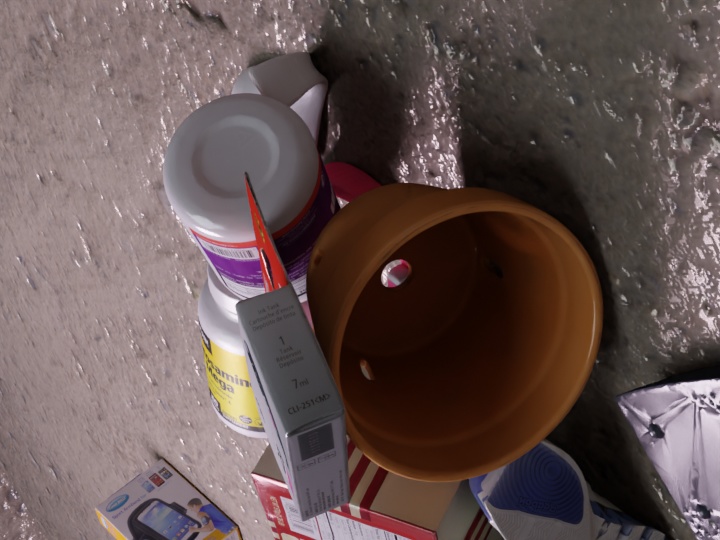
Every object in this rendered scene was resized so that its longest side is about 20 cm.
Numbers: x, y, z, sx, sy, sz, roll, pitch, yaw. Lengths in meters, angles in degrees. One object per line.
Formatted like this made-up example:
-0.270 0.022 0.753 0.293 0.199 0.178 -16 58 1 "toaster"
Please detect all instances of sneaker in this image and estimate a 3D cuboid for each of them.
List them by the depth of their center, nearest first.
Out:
0.139 0.181 1.155 0.199 0.081 0.115 38 173 -31 "sneaker"

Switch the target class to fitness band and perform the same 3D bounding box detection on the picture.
0.000 0.000 1.273 0.144 0.037 0.201 39 150 31 "fitness band"

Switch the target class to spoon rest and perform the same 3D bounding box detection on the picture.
-0.063 -0.130 1.216 0.100 0.060 0.200 55 169 1 "spoon rest"

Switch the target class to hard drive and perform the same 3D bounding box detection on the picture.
0.255 0.116 0.956 0.135 0.042 0.200 58 155 -7 "hard drive"

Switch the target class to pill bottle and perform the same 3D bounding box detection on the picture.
-0.073 -0.043 1.152 0.112 0.112 0.200 45 171 20 "pill bottle"
-0.092 0.058 1.416 0.112 0.112 0.200 40 151 29 "pill bottle"

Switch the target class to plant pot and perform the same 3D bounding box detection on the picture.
0.048 0.024 1.059 0.140 0.199 0.201 46 160 58 "plant pot"

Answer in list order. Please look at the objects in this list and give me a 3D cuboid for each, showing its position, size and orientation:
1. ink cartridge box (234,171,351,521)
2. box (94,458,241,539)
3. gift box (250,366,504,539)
-0.056 0.056 1.013 0.200 0.043 0.174 88 159 -66 "ink cartridge box"
-0.268 0.339 2.071 0.200 0.119 0.042 35 149 35 "box"
0.025 0.145 1.209 0.199 0.187 0.185 18 144 21 "gift box"
